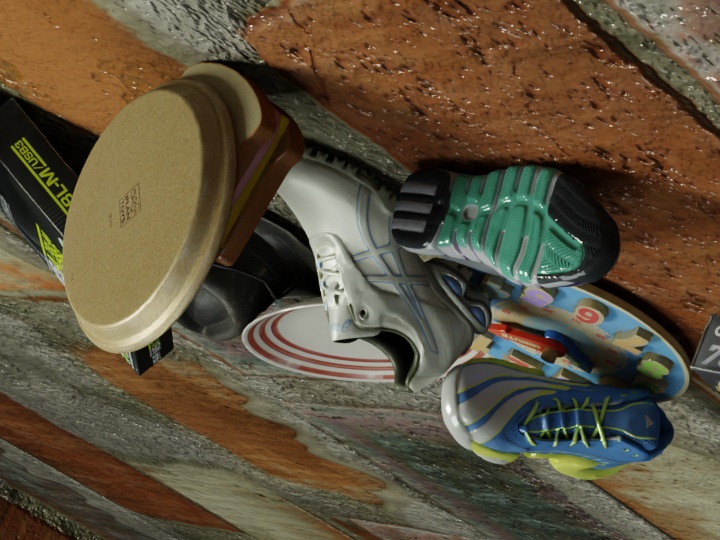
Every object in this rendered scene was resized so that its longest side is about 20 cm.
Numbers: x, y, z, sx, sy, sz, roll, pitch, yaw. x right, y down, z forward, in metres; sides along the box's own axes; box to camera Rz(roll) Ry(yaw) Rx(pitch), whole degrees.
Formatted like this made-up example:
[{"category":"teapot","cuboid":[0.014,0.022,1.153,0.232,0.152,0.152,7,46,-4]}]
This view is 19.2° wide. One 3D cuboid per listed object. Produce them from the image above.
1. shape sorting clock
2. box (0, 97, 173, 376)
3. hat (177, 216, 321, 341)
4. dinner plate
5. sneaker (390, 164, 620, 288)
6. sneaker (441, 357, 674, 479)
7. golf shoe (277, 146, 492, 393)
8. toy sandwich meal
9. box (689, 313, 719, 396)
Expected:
[{"category":"shape sorting clock","cuboid":[0.144,0.048,1.546,0.200,0.039,0.200,22,163,7]},{"category":"box","cuboid":[-0.225,-0.022,1.696,0.193,0.048,0.200,47,166,10]},{"category":"hat","cuboid":[-0.112,0.010,1.705,0.200,0.081,0.201,21,163,7]},{"category":"dinner plate","cuboid":[0.006,0.051,1.689,0.200,0.024,0.200,2,159,1]},{"category":"sneaker","cuboid":[0.110,-0.025,1.353,0.087,0.075,0.200,20,178,-37]},{"category":"sneaker","cuboid":[0.150,0.099,1.525,0.105,0.076,0.200,-16,158,39]},{"category":"golf shoe","cuboid":[0.000,0.000,1.473,0.200,0.097,0.078,43,158,-13]},{"category":"toy sandwich meal","cuboid":[-0.120,-0.038,1.390,0.070,0.206,0.205,19,169,-36]},{"category":"box","cuboid":[0.350,0.104,1.418,0.200,0.050,0.198,8,156,43]}]
